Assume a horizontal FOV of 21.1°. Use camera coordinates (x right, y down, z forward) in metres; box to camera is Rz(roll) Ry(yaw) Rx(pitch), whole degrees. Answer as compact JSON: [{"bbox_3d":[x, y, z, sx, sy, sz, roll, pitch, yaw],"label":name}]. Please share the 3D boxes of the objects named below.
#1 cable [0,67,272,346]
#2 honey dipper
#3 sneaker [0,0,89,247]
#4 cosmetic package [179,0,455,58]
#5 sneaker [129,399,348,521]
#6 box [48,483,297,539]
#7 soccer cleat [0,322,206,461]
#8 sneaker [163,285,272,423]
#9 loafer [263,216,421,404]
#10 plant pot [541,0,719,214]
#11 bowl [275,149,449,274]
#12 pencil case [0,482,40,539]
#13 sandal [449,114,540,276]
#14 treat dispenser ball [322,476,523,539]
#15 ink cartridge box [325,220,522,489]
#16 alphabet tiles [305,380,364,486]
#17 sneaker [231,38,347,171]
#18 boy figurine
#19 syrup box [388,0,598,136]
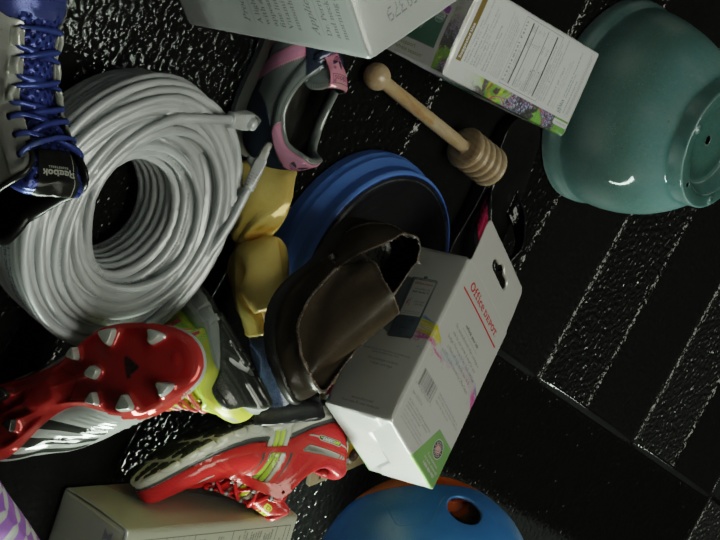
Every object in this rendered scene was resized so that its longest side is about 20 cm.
[{"bbox_3d":[-0.170,-0.046,1.355,0.199,0.069,0.201,19,98,-53],"label":"cable"},{"bbox_3d":[0.060,-0.126,1.616,0.200,0.038,0.038,34,85,-50],"label":"honey dipper"},{"bbox_3d":[-0.212,-0.100,1.231,0.080,0.115,0.201,7,106,-53],"label":"sneaker"},{"bbox_3d":[-0.024,-0.258,1.267,0.165,0.199,0.166,-37,125,-29],"label":"cosmetic package"},{"bbox_3d":[-0.087,0.160,1.531,0.199,0.077,0.086,-14,92,-35],"label":"sneaker"},{"bbox_3d":[-0.152,0.224,1.538,0.199,0.077,0.096,6,108,-52],"label":"box"},{"bbox_3d":[-0.185,0.086,1.351,0.085,0.199,0.069,15,56,-63],"label":"soccer cleat"},{"bbox_3d":[-0.125,0.076,1.400,0.090,0.200,0.079,-30,106,-7],"label":"sneaker"},{"bbox_3d":[-0.010,0.021,1.439,0.073,0.071,0.201,64,35,-29],"label":"loafer"},{"bbox_3d":[0.281,-0.136,1.790,0.199,0.134,0.202,-28,131,-37],"label":"plant pot"},{"bbox_3d":[0.000,0.000,1.614,0.200,0.039,0.202,-28,132,-37],"label":"bowl"},{"bbox_3d":[-0.271,0.205,1.375,0.201,0.083,0.086,65,29,-46],"label":"pencil case"},{"bbox_3d":[0.121,-0.040,1.730,0.075,0.045,0.202,6,108,-52],"label":"sandal"},{"bbox_3d":[0.056,0.284,1.724,0.200,0.200,0.203,-28,132,-37],"label":"treat dispenser ball"},{"bbox_3d":[0.057,0.062,1.601,0.201,0.067,0.117,-62,147,-24],"label":"ink cartridge box"},{"bbox_3d":[0.034,0.086,1.672,0.199,0.008,0.169,-17,125,-45],"label":"alphabet tiles"},{"bbox_3d":[-0.032,-0.170,1.431,0.070,0.082,0.202,2,107,-49],"label":"sneaker"},{"bbox_3d":[-0.069,0.016,1.488,0.064,0.124,0.202,-6,91,-3],"label":"boy figurine"},{"bbox_3d":[0.107,-0.183,1.595,0.199,0.078,0.082,17,99,-53],"label":"syrup box"}]
